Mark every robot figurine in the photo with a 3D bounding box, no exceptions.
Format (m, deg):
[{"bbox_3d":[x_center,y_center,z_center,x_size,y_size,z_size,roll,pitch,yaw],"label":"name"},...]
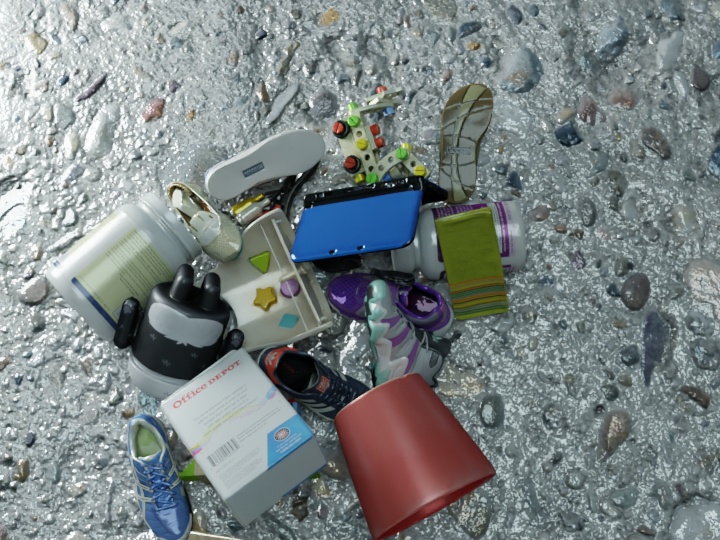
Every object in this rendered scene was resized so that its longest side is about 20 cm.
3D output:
[{"bbox_3d":[-0.266,0.094,1.509,0.150,0.125,0.200,28,106,24],"label":"robot figurine"}]

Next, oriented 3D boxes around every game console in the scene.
[{"bbox_3d":[0.016,-0.067,1.538,0.200,0.171,0.119,-7,80,25],"label":"game console"}]

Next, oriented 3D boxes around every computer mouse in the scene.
[{"bbox_3d":[0.000,0.000,1.567,0.200,0.059,0.034,19,108,40],"label":"computer mouse"}]

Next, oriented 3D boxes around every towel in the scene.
[{"bbox_3d":[0.169,-0.006,1.534,0.086,0.200,0.018,-14,40,3],"label":"towel"}]

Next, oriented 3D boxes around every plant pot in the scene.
[{"bbox_3d":[0.064,0.253,1.440,0.200,0.200,0.178,-26,73,-8],"label":"plant pot"}]

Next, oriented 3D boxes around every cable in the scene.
[{"bbox_3d":[-0.126,-0.122,1.636,0.097,0.050,0.200,34,76,32],"label":"cable"}]

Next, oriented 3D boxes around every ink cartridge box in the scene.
[{"bbox_3d":[-0.163,0.223,1.411,0.144,0.085,0.200,-35,50,-13],"label":"ink cartridge box"}]

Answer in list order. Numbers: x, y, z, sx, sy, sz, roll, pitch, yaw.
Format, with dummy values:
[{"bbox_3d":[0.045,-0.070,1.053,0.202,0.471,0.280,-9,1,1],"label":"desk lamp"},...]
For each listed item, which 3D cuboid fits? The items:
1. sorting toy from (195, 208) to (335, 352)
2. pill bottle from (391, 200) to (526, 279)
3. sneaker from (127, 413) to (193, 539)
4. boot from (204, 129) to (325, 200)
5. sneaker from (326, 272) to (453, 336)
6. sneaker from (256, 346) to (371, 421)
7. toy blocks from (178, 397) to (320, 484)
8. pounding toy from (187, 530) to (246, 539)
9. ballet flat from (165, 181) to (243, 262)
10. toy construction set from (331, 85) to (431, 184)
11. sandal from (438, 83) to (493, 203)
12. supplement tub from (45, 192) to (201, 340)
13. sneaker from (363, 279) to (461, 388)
[{"bbox_3d":[-0.154,0.040,1.570,0.180,0.107,0.200,-25,75,1],"label":"sorting toy"},{"bbox_3d":[0.147,-0.044,1.584,0.199,0.112,0.113,-5,72,-2],"label":"pill bottle"},{"bbox_3d":[-0.299,0.301,1.489,0.076,0.077,0.200,-22,74,-9],"label":"sneaker"},{"bbox_3d":[-0.157,-0.176,1.633,0.200,0.090,0.073,-21,108,-7],"label":"boot"},{"bbox_3d":[0.046,0.042,1.569,0.200,0.088,0.081,13,74,6],"label":"sneaker"},{"bbox_3d":[-0.055,0.171,1.502,0.200,0.084,0.075,24,75,-16],"label":"sneaker"},{"bbox_3d":[-0.159,0.236,1.504,0.199,0.100,0.137,-6,62,13],"label":"toy blocks"},{"bbox_3d":[-0.134,0.442,1.396,0.142,0.200,0.185,1,69,30],"label":"pounding toy"},{"bbox_3d":[-0.248,-0.076,1.581,0.068,0.062,0.200,-56,44,9],"label":"ballet flat"},{"bbox_3d":[0.032,-0.209,1.649,0.131,0.092,0.200,-22,63,19],"label":"toy construction set"},{"bbox_3d":[0.167,-0.206,1.673,0.080,0.054,0.201,9,86,9],"label":"sandal"},{"bbox_3d":[-0.355,-0.008,1.556,0.200,0.145,0.145,-42,76,-12],"label":"supplement tub"},{"bbox_3d":[0.081,0.094,1.517,0.140,0.200,0.078,-8,33,-5],"label":"sneaker"}]
